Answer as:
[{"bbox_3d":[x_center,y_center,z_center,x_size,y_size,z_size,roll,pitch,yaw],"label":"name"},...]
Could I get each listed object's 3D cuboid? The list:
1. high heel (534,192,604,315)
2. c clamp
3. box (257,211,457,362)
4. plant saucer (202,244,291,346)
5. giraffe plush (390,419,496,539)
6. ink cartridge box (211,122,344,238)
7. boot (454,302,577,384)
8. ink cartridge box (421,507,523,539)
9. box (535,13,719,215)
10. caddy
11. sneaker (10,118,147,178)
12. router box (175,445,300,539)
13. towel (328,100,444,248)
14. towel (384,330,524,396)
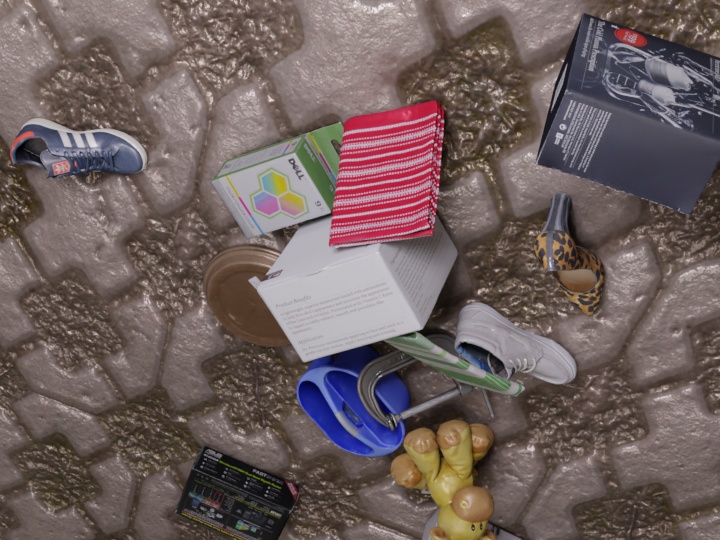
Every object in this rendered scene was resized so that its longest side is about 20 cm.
[{"bbox_3d":[0.276,0.015,1.456,0.071,0.143,0.200,-8,124,24],"label":"high heel"},{"bbox_3d":[0.099,0.185,1.673,0.200,0.027,0.171,-18,110,-7],"label":"c clamp"},{"bbox_3d":[0.000,0.000,1.493,0.199,0.200,0.131,-17,115,30],"label":"box"},{"bbox_3d":[-0.156,0.047,1.704,0.200,0.029,0.200,10,129,12],"label":"plant saucer"},{"bbox_3d":[0.148,0.357,1.727,0.172,0.162,0.200,-10,135,-12],"label":"giraffe plush"},{"bbox_3d":[-0.096,-0.124,1.524,0.200,0.059,0.104,-15,121,28],"label":"ink cartridge box"},{"bbox_3d":[0.224,0.132,1.599,0.200,0.096,0.074,29,131,-5],"label":"boot"},{"bbox_3d":[0.200,0.513,1.880,0.200,0.147,0.086,26,133,-2],"label":"ink cartridge box"},{"bbox_3d":[0.313,-0.183,1.247,0.182,0.200,0.104,19,130,2],"label":"box"},{"bbox_3d":[-0.010,0.211,1.734,0.141,0.105,0.200,-24,117,33],"label":"caddy"},{"bbox_3d":[-0.412,-0.162,1.584,0.200,0.085,0.075,9,130,11],"label":"sneaker"},{"bbox_3d":[-0.226,0.422,2.006,0.200,0.062,0.150,24,130,-1],"label":"router box"},{"bbox_3d":[0.033,-0.125,1.400,0.144,0.200,0.022,-7,148,23],"label":"towel"},{"bbox_3d":[0.114,0.120,1.508,0.200,0.023,0.153,30,170,-28],"label":"towel"}]
